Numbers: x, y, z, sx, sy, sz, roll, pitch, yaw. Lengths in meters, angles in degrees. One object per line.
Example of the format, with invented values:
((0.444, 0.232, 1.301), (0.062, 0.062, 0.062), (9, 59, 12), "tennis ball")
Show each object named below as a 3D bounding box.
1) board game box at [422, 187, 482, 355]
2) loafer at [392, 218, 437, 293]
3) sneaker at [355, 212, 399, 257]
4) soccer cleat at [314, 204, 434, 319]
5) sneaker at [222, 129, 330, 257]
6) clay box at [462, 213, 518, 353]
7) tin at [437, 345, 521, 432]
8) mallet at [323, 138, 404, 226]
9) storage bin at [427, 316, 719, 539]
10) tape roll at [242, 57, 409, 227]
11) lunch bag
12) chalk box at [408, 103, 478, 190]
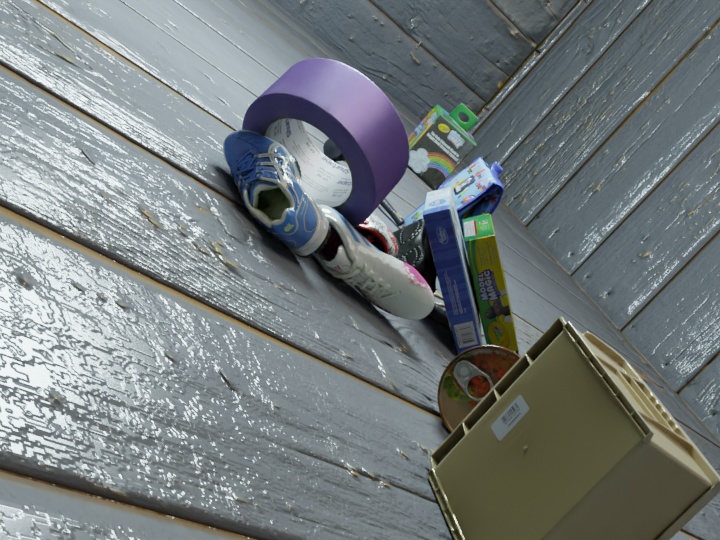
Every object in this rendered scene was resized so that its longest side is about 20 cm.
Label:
((0.132, -0.004, 1.511), (0.199, 0.043, 0.202), (-64, 141, -76), "board game box")
((0.078, -0.013, 1.570), (0.072, 0.073, 0.200), (60, 15, -20), "loafer")
((-0.027, -0.080, 1.436), (0.201, 0.067, 0.108), (46, 10, -2), "sneaker")
((0.000, 0.000, 1.285), (0.199, 0.070, 0.086), (38, 22, 0), "soccer cleat")
((-0.107, -0.104, 1.243), (0.200, 0.076, 0.077), (50, 10, 33), "sneaker")
((0.187, 0.032, 1.515), (0.115, 0.047, 0.202), (-78, 156, -72), "clay box")
((0.170, 0.168, 1.143), (0.200, 0.112, 0.042), (46, 3, 8), "tin")
((0.006, -0.158, 1.873), (0.200, 0.041, 0.066), (51, 13, 15), "mallet")
((0.171, 0.174, 0.923), (0.093, 0.200, 0.199), (34, 15, -26), "storage bin")
((-0.044, -0.155, 1.317), (0.200, 0.200, 0.085), (43, 56, -2), "tape roll")
((0.176, -0.105, 1.836), (0.094, 0.200, 0.151), (39, 13, -16), "lunch bag")
((0.204, -0.323, 2.630), (0.125, 0.200, 0.124), (40, 13, -14), "chalk box")
